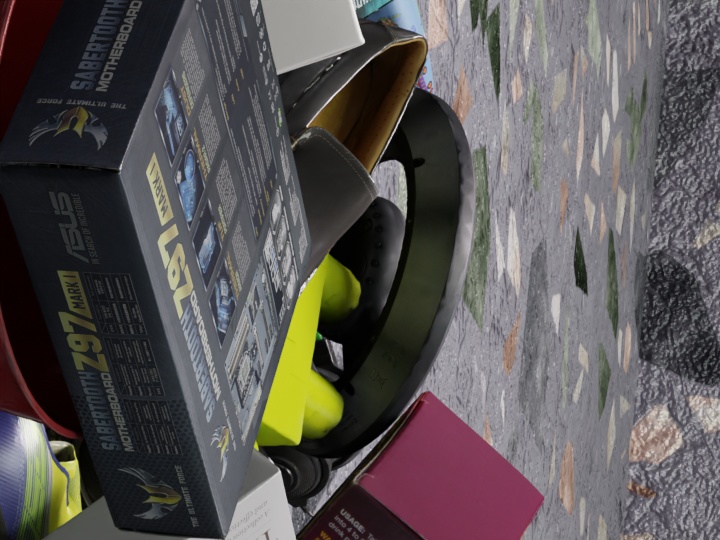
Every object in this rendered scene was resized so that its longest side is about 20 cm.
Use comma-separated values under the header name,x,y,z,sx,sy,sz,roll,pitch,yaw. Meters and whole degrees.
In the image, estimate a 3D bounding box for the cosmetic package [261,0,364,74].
name,x,y,z,sx,sy,sz,roll,pitch,yaw
cosmetic package,-0.074,-0.186,0.996,0.108,0.084,0.201,-136,-154,-65

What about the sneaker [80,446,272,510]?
name,x,y,z,sx,sy,sz,roll,pitch,yaw
sneaker,-0.089,0.113,1.190,0.200,0.072,0.113,-60,152,-58

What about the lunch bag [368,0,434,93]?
name,x,y,z,sx,sy,sz,roll,pitch,yaw
lunch bag,-0.011,-0.219,1.459,0.151,0.093,0.201,67,19,-53

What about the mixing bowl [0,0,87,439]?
name,x,y,z,sx,sy,sz,roll,pitch,yaw
mixing bowl,-0.148,-0.039,0.874,0.200,0.107,0.202,1,90,-75

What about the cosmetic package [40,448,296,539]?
name,x,y,z,sx,sy,sz,roll,pitch,yaw
cosmetic package,-0.109,0.178,0.962,0.199,0.052,0.152,-35,138,-25

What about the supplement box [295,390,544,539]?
name,x,y,z,sx,sy,sz,roll,pitch,yaw
supplement box,-0.008,0.172,1.172,0.200,0.086,0.110,-50,177,30

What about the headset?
name,x,y,z,sx,sy,sz,roll,pitch,yaw
headset,-0.050,0.103,1.398,0.123,0.093,0.202,-37,113,-66

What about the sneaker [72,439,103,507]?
name,x,y,z,sx,sy,sz,roll,pitch,yaw
sneaker,-0.114,0.020,1.116,0.201,0.074,0.116,-86,162,-45

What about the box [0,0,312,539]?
name,x,y,z,sx,sy,sz,roll,pitch,yaw
box,-0.071,-0.022,0.866,0.201,0.051,0.158,78,20,-46

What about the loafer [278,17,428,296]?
name,x,y,z,sx,sy,sz,roll,pitch,yaw
loafer,-0.027,-0.041,1.037,0.073,0.072,0.201,55,43,-46

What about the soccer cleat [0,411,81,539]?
name,x,y,z,sx,sy,sz,roll,pitch,yaw
soccer cleat,-0.139,0.121,0.996,0.084,0.064,0.201,-50,141,-37

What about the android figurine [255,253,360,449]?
name,x,y,z,sx,sy,sz,roll,pitch,yaw
android figurine,-0.065,0.005,1.079,0.200,0.041,0.184,35,58,-53

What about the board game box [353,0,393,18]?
name,x,y,z,sx,sy,sz,roll,pitch,yaw
board game box,-0.020,-0.223,1.145,0.135,0.028,0.202,-40,126,-56

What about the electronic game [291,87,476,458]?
name,x,y,z,sx,sy,sz,roll,pitch,yaw
electronic game,0.000,0.000,1.213,0.200,0.041,0.201,-39,-138,46
